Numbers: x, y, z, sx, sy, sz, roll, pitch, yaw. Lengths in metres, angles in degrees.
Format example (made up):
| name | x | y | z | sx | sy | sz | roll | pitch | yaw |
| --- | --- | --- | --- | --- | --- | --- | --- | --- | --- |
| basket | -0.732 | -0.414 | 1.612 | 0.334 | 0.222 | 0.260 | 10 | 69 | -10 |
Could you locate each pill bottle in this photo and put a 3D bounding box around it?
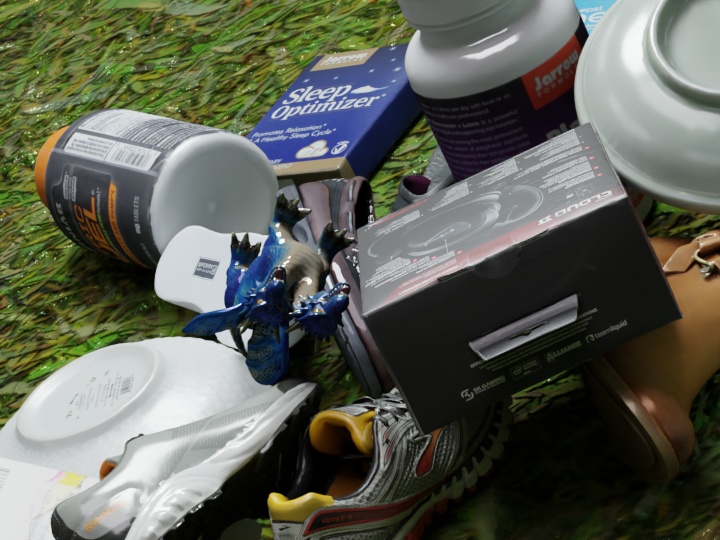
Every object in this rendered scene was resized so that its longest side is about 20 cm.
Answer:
| name | x | y | z | sx | sy | sz | roll | pitch | yaw |
| --- | --- | --- | --- | --- | --- | --- | --- | --- | --- |
| pill bottle | 0.094 | -0.107 | 1.573 | 0.111 | 0.200 | 0.111 | -21 | 27 | 11 |
| pill bottle | -0.151 | -0.057 | 1.811 | 0.106 | 0.106 | 0.200 | -39 | 29 | -23 |

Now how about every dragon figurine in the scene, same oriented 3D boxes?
| name | x | y | z | sx | sy | sz | roll | pitch | yaw |
| --- | --- | --- | --- | --- | --- | --- | --- | --- | --- |
| dragon figurine | -0.059 | 0.024 | 1.454 | 0.200 | 0.059 | 0.099 | -37 | 22 | 54 |

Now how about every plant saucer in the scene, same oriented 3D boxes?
| name | x | y | z | sx | sy | sz | roll | pitch | yaw |
| --- | --- | --- | --- | --- | --- | --- | --- | --- | --- |
| plant saucer | 0.218 | -0.122 | 1.466 | 0.200 | 0.050 | 0.200 | -7 | 52 | 9 |

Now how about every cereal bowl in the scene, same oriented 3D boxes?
| name | x | y | z | sx | sy | sz | roll | pitch | yaw |
| --- | --- | --- | --- | --- | --- | --- | --- | --- | --- |
| cereal bowl | -0.145 | 0.103 | 1.542 | 0.200 | 0.083 | 0.200 | -22 | 26 | 11 |

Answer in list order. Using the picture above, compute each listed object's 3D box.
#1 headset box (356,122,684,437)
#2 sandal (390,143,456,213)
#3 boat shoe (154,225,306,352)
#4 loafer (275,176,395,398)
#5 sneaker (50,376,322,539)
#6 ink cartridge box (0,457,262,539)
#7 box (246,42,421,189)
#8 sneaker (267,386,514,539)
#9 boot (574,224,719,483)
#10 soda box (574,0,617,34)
| name | x | y | z | sx | sy | sz | roll | pitch | yaw |
| --- | --- | --- | --- | --- | --- | --- | --- | --- | --- |
| headset box | 0.080 | 0.003 | 1.367 | 0.149 | 0.077 | 0.200 | -25 | 15 | 5 |
| sandal | 0.051 | -0.051 | 1.682 | 0.075 | 0.048 | 0.200 | -14 | 29 | 23 |
| boat shoe | -0.064 | 0.019 | 1.637 | 0.200 | 0.068 | 0.072 | 14 | 79 | 63 |
| loafer | 0.000 | 0.000 | 1.594 | 0.063 | 0.072 | 0.200 | -22 | 37 | -4 |
| sneaker | -0.087 | 0.105 | 1.392 | 0.079 | 0.074 | 0.200 | 26 | 35 | 23 |
| ink cartridge box | -0.162 | 0.169 | 1.398 | 0.200 | 0.068 | 0.117 | 12 | 34 | 3 |
| box | -0.011 | -0.115 | 1.877 | 0.121 | 0.032 | 0.200 | -5 | 33 | 38 |
| sneaker | 0.018 | 0.096 | 1.407 | 0.078 | 0.082 | 0.200 | -5 | 33 | 36 |
| boot | 0.193 | 0.032 | 1.395 | 0.155 | 0.077 | 0.200 | -22 | 19 | 1 |
| soda box | 0.156 | -0.137 | 1.690 | 0.200 | 0.064 | 0.068 | -3 | 32 | 18 |
